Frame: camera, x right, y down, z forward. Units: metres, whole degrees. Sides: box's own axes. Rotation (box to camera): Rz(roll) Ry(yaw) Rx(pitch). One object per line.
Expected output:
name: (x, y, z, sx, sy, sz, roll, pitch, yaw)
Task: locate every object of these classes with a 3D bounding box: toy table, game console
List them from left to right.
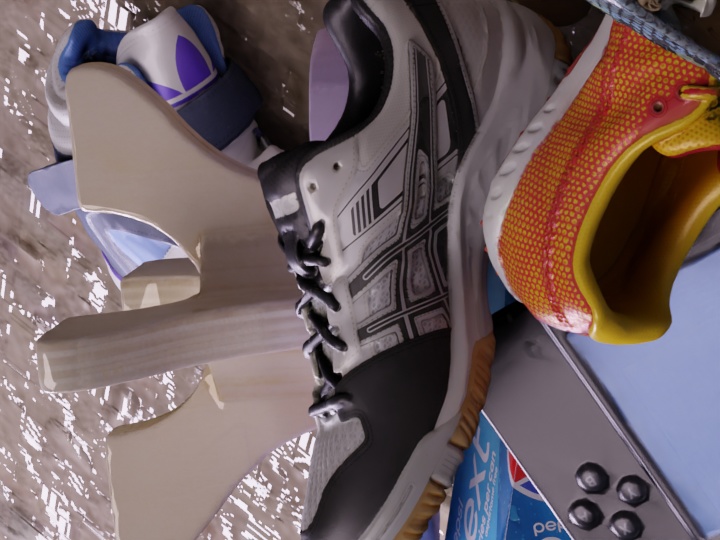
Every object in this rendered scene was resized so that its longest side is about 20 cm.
toy table: (-0.040, 0.017, 0.969, 0.116, 0.184, 0.202, -5, 87, 8)
game console: (0.138, 0.069, 0.815, 0.199, 0.116, 0.176, -30, 101, 28)

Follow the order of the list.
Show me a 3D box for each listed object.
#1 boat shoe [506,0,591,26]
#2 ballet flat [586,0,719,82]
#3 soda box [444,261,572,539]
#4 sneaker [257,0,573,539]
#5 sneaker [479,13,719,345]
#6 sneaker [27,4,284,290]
boat shoe: (-0.002, -0.131, 0.931, 0.199, 0.074, 0.070, 23, 133, 31)
ballet flat: (0.133, -0.064, 0.724, 0.199, 0.075, 0.074, 22, 151, -19)
soda box: (0.078, 0.036, 0.936, 0.068, 0.064, 0.202, -118, 32, -63)
sneaker: (0.000, 0.000, 0.864, 0.087, 0.202, 0.076, 20, 164, -18)
sneaker: (0.106, -0.072, 0.806, 0.077, 0.073, 0.201, 30, 105, 50)
sneaker: (-0.052, -0.032, 1.078, 0.199, 0.081, 0.147, 25, 145, 38)
